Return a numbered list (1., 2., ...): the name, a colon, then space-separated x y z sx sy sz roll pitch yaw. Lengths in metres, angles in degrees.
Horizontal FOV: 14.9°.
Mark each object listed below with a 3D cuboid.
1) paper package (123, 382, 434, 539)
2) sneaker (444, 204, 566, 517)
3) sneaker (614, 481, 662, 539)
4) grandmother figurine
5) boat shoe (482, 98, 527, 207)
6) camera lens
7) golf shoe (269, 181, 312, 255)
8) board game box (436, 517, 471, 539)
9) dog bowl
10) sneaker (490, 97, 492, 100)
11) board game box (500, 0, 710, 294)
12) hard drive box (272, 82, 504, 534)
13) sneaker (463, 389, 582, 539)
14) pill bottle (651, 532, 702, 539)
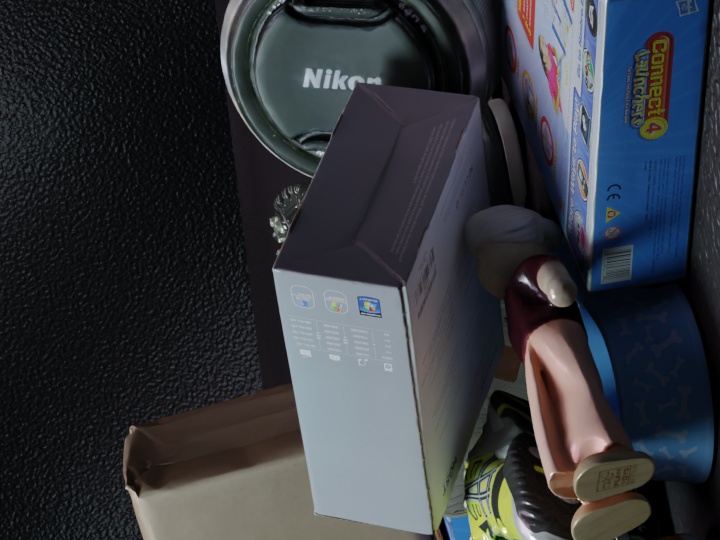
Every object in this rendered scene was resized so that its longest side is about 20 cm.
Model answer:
1. paper package: -0.047 0.187 1.907 0.104 0.190 0.201 -104 -2 -64
2. sneaker: 0.086 0.058 1.783 0.106 0.075 0.201 -106 36 -79
3. sneaker: 0.141 0.162 1.601 0.079 0.075 0.200 93 166 -46
4. grandmother figurine: 0.101 0.040 1.460 0.122 0.060 0.200 100 157 -46
5. boat shoe: 0.082 -0.014 1.863 0.073 0.062 0.201 -136 37 -72
6. camera lens: 0.014 -0.154 1.645 0.200 0.159 0.161 -62 -29 -58
7. golf shoe: 0.000 0.000 1.690 0.077 0.088 0.200 58 170 32
8. board game box: 0.076 0.148 1.938 0.200 0.056 0.196 -113 6 -59
9. dog bowl: 0.144 0.046 1.537 0.200 0.049 0.112 -117 20 -64
10. sneaker: 0.062 -0.116 1.915 0.081 0.076 0.201 -86 -6 -75
11. board game box: 0.125 -0.128 1.463 0.196 0.056 0.201 -107 11 -45
12. hard drive box: 0.020 0.022 1.546 0.201 0.076 0.156 81 -157 -43
13. sneaker: 0.099 0.132 1.537 0.200 0.075 0.077 -99 32 -78
14. pill bottle: 0.100 0.216 1.473 0.112 0.199 0.113 167 90 -82
